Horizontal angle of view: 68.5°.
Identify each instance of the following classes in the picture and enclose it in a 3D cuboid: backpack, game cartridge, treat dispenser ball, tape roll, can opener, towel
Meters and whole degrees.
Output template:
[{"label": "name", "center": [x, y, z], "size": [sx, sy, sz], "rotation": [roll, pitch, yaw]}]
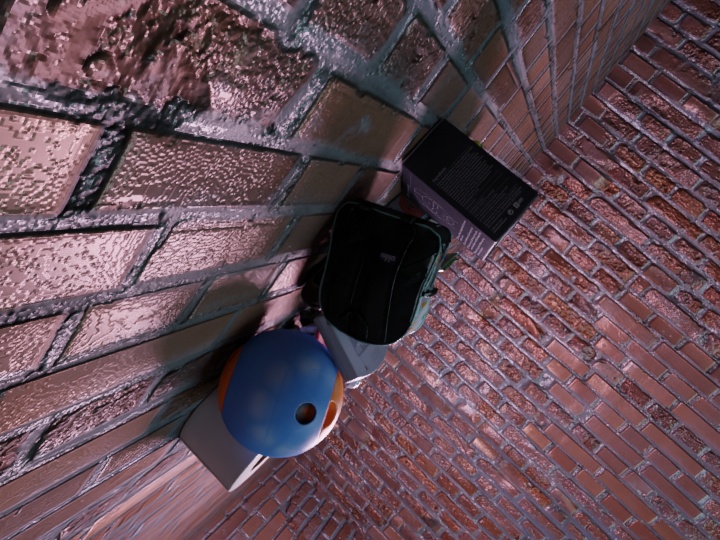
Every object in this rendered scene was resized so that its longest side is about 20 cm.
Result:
[{"label": "backpack", "center": [0.035, 0.007, 0.807], "size": [0.153, 0.175, 0.201], "rotation": [-3, 111, -72]}, {"label": "game cartridge", "center": [-0.007, 0.110, 0.913], "size": [0.040, 0.134, 0.200], "rotation": [-29, -179, 21]}, {"label": "treat dispenser ball", "center": [-0.128, 0.195, 0.854], "size": [0.201, 0.201, 0.201], "rotation": [-46, 169, -12]}, {"label": "tape roll", "center": [-0.218, 0.293, 1.008], "size": [0.203, 0.139, 0.203], "rotation": [-46, 169, -11]}, {"label": "can opener", "center": [-0.078, 0.159, 1.083], "size": [0.201, 0.052, 0.067], "rotation": [77, 10, -45]}, {"label": "towel", "center": [0.110, -0.010, 1.196], "size": [0.199, 0.024, 0.152], "rotation": [-4, -169, 25]}]

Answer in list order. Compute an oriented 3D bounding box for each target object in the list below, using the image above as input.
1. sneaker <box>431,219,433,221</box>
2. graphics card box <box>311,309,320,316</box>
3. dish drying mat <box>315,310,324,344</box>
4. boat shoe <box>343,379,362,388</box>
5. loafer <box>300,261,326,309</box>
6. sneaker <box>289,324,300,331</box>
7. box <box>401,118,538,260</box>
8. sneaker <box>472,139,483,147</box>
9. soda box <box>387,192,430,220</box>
[{"label": "sneaker", "center": [0.195, -0.122, 1.321], "size": [0.130, 0.080, 0.199], "rotation": [-41, 161, 12]}, {"label": "graphics card box", "center": [-0.052, 0.080, 1.144], "size": [0.125, 0.051, 0.200], "rotation": [-42, 166, -31]}, {"label": "dish drying mat", "center": [-0.064, 0.147, 1.021], "size": [0.077, 0.018, 0.201], "rotation": [-14, 124, -49]}, {"label": "boat shoe", "center": [0.011, 0.164, 1.158], "size": [0.072, 0.062, 0.201], "rotation": [-43, -150, 54]}, {"label": "loafer", "center": [-0.015, -0.009, 0.914], "size": [0.200, 0.073, 0.071], "rotation": [-43, 170, -25]}, {"label": "sneaker", "center": [-0.132, 0.171, 1.083], "size": [0.070, 0.080, 0.200], "rotation": [-42, 166, -20]}, {"label": "box", "center": [0.177, -0.131, 0.901], "size": [0.107, 0.200, 0.148], "rotation": [-48, 170, -5]}, {"label": "sneaker", "center": [0.206, -0.191, 1.141], "size": [0.083, 0.074, 0.200], "rotation": [-28, 157, -50]}, {"label": "soda box", "center": [0.121, -0.135, 1.035], "size": [0.200, 0.064, 0.068], "rotation": [-43, 168, -29]}]
